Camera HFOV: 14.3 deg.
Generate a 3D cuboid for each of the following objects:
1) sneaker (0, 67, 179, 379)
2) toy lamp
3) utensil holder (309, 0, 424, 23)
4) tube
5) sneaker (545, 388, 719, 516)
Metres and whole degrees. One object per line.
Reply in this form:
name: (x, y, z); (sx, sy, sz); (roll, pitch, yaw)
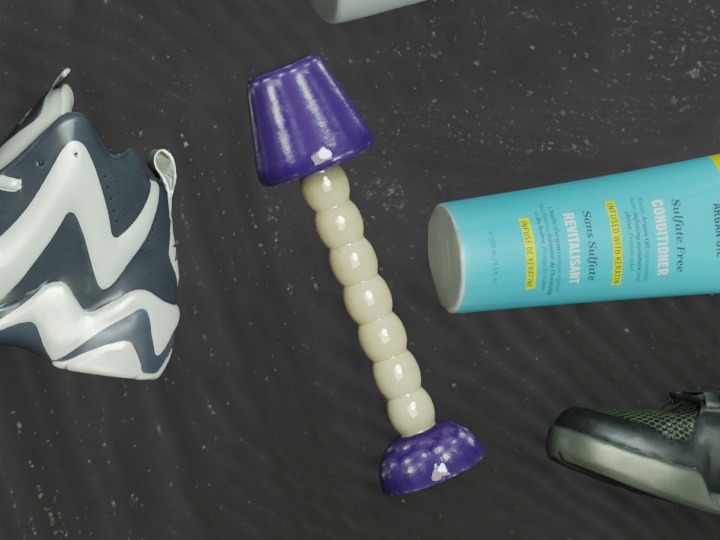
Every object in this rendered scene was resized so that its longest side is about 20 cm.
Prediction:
sneaker: (-0.169, -0.030, 1.259); (0.198, 0.079, 0.130); (10, 90, -12)
toy lamp: (0.000, 0.000, 1.309); (0.058, 0.058, 0.201); (-24, 100, -9)
utensil holder: (0.058, -0.211, 1.251); (0.199, 0.170, 0.170); (-17, 97, -9)
tube: (0.132, -0.017, 1.344); (0.199, 0.050, 0.078); (-8, 102, -17)
sneaker: (0.183, 0.061, 1.343); (0.199, 0.076, 0.115); (8, 90, -15)
